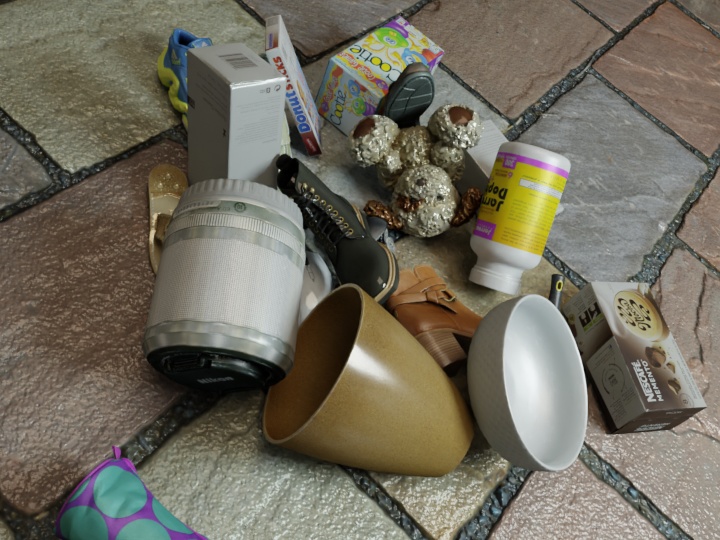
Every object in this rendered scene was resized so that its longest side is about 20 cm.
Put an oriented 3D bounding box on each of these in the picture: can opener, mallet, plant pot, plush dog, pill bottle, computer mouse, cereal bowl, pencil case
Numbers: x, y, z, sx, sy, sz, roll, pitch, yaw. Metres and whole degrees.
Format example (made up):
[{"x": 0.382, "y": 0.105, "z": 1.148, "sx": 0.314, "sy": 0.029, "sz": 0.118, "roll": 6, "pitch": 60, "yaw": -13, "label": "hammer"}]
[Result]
[{"x": 0.000, "y": 0.000, "z": 0.912, "sx": 0.078, "sy": 0.064, "sz": 0.201, "roll": -6, "pitch": 45, "yaw": 17, "label": "can opener"}, {"x": 0.237, "y": 0.102, "z": 0.903, "sx": 0.065, "sy": 0.041, "sz": 0.202, "roll": 7, "pitch": 81, "yaw": -14, "label": "mallet"}, {"x": 0.024, "y": 0.146, "z": 0.757, "sx": 0.199, "sy": 0.186, "sz": 0.187, "roll": 33, "pitch": 48, "yaw": -19, "label": "plant pot"}, {"x": 0.088, "y": -0.131, "z": 1.014, "sx": 0.198, "sy": 0.161, "sz": 0.174, "roll": -6, "pitch": 70, "yaw": 7, "label": "plush dog"}, {"x": 0.218, "y": -0.072, "z": 0.968, "sx": 0.103, "sy": 0.104, "sz": 0.202, "roll": 15, "pitch": 96, "yaw": -12, "label": "pill bottle"}, {"x": -0.070, "y": 0.002, "z": 0.891, "sx": 0.109, "sy": 0.044, "sz": 0.201, "roll": -2, "pitch": 58, "yaw": -25, "label": "computer mouse"}, {"x": 0.186, "y": 0.133, "z": 0.804, "sx": 0.199, "sy": 0.083, "sz": 0.202, "roll": 19, "pitch": 64, "yaw": -43, "label": "cereal bowl"}, {"x": -0.183, "y": 0.260, "z": 0.633, "sx": 0.199, "sy": 0.085, "sz": 0.093, "roll": 36, "pitch": 66, "yaw": 4, "label": "pencil case"}]

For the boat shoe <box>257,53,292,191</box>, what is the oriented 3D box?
[{"x": -0.134, "y": -0.198, "z": 0.946, "sx": 0.071, "sy": 0.062, "sz": 0.202, "roll": -12, "pitch": 91, "yaw": -19, "label": "boat shoe"}]

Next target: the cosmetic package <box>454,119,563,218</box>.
[{"x": 0.218, "y": -0.141, "z": 1.096, "sx": 0.101, "sy": 0.074, "sz": 0.201, "roll": -20, "pitch": 68, "yaw": -33, "label": "cosmetic package"}]

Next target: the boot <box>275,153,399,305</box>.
[{"x": -0.038, "y": -0.048, "z": 0.816, "sx": 0.138, "sy": 0.077, "sz": 0.200, "roll": 42, "pitch": 8, "yaw": -37, "label": "boot"}]

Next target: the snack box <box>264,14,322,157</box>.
[{"x": -0.092, "y": -0.257, "z": 0.977, "sx": 0.024, "sy": 0.201, "sz": 0.072, "roll": -11, "pitch": 54, "yaw": 9, "label": "snack box"}]

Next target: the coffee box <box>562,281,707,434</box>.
[{"x": 0.383, "y": 0.121, "z": 0.972, "sx": 0.112, "sy": 0.080, "sz": 0.202, "roll": 2, "pitch": 55, "yaw": -22, "label": "coffee box"}]

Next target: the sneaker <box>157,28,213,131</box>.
[{"x": -0.226, "y": -0.261, "z": 0.973, "sx": 0.075, "sy": 0.105, "sz": 0.200, "roll": -29, "pitch": 71, "yaw": -35, "label": "sneaker"}]

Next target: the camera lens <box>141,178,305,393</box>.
[{"x": -0.144, "y": 0.023, "z": 0.751, "sx": 0.158, "sy": 0.160, "sz": 0.202, "roll": 11, "pitch": 65, "yaw": -15, "label": "camera lens"}]

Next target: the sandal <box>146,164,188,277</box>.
[{"x": -0.226, "y": -0.061, "z": 0.853, "sx": 0.077, "sy": 0.070, "sz": 0.213, "roll": -6, "pitch": 59, "yaw": -26, "label": "sandal"}]

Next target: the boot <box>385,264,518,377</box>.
[{"x": 0.128, "y": 0.057, "z": 0.914, "sx": 0.199, "sy": 0.074, "sz": 0.155, "roll": -4, "pitch": 50, "yaw": -39, "label": "boot"}]

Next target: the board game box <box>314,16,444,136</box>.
[{"x": 0.031, "y": -0.313, "z": 1.118, "sx": 0.103, "sy": 0.105, "sz": 0.200, "roll": 40, "pitch": 52, "yaw": 7, "label": "board game box"}]

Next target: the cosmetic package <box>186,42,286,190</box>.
[{"x": -0.159, "y": -0.167, "z": 0.861, "sx": 0.081, "sy": 0.201, "sz": 0.113, "roll": -19, "pitch": 45, "yaw": -34, "label": "cosmetic package"}]

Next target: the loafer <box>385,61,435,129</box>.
[{"x": 0.064, "y": -0.254, "z": 1.030, "sx": 0.071, "sy": 0.200, "sz": 0.063, "roll": -11, "pitch": 71, "yaw": -8, "label": "loafer"}]
